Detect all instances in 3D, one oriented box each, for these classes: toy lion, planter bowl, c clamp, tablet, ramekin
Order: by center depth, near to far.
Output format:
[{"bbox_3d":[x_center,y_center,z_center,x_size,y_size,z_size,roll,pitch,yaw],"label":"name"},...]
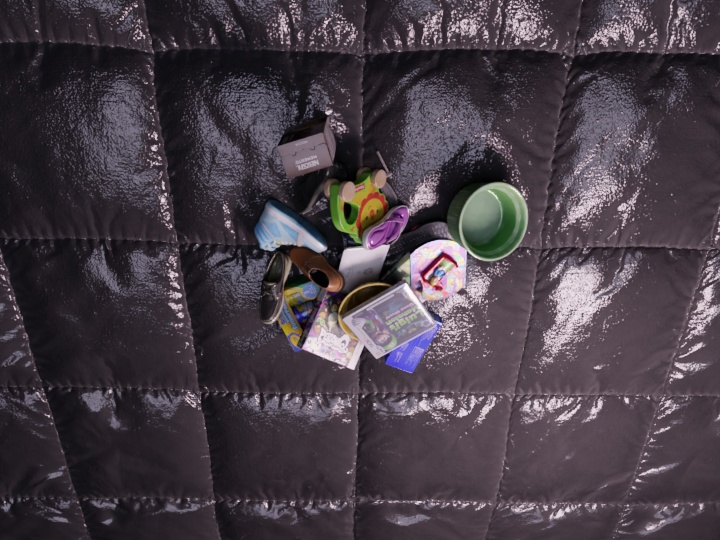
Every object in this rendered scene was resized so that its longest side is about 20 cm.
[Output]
[{"bbox_3d":[0.002,-0.151,1.346,0.068,0.200,0.193,15,120,36],"label":"toy lion"},{"bbox_3d":[0.322,-0.133,1.390,0.199,0.098,0.201,-5,106,-18],"label":"ramekin"},{"bbox_3d":[0.009,-0.198,1.428,0.199,0.027,0.171,-32,117,13],"label":"c clamp"},{"bbox_3d":[0.000,0.000,1.466,0.129,0.014,0.201,-7,144,-19],"label":"tablet"},{"bbox_3d":[0.033,0.095,1.475,0.199,0.084,0.201,-4,124,-6],"label":"planter bowl"}]

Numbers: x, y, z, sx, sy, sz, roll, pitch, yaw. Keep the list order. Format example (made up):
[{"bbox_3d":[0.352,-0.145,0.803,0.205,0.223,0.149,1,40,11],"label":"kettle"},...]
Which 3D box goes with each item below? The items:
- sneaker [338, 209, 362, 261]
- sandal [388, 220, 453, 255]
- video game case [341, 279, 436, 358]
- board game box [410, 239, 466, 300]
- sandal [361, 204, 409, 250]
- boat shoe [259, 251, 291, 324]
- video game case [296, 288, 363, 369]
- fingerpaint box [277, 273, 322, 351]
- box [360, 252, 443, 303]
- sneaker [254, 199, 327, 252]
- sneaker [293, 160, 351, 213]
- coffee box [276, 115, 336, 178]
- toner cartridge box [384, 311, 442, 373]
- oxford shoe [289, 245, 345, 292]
[{"bbox_3d":[-0.032,-0.068,1.452,0.108,0.070,0.200,-27,127,13],"label":"sneaker"},{"bbox_3d":[0.166,-0.095,1.473,0.199,0.045,0.075,-13,111,22],"label":"sandal"},{"bbox_3d":[0.079,0.135,1.445,0.199,0.023,0.182,-31,123,12],"label":"video game case"},{"bbox_3d":[0.218,0.012,1.471,0.157,0.039,0.201,-8,125,-4],"label":"board game box"},{"bbox_3d":[0.078,-0.103,1.388,0.050,0.202,0.083,17,130,34],"label":"sandal"},{"bbox_3d":[-0.243,0.042,1.464,0.071,0.066,0.202,10,76,18],"label":"boat shoe"},{"bbox_3d":[-0.062,0.165,1.512,0.199,0.036,0.182,30,80,-35],"label":"video game case"},{"bbox_3d":[-0.154,0.116,1.553,0.166,0.073,0.201,-19,115,9],"label":"fingerpaint box"},{"bbox_3d":[0.117,0.058,1.533,0.144,0.036,0.200,35,111,-27],"label":"box"},{"bbox_3d":[-0.197,-0.086,1.452,0.200,0.080,0.131,37,109,-7],"label":"sneaker"},{"bbox_3d":[-0.094,-0.213,1.387,0.114,0.077,0.199,-8,154,-41],"label":"sneaker"},{"bbox_3d":[-0.124,-0.297,1.277,0.112,0.200,0.080,-14,116,7],"label":"coffee box"},{"bbox_3d":[0.157,0.209,1.618,0.094,0.043,0.201,22,114,-12],"label":"toner cartridge box"},{"bbox_3d":[-0.130,-0.011,1.442,0.200,0.071,0.072,34,107,31],"label":"oxford shoe"}]
